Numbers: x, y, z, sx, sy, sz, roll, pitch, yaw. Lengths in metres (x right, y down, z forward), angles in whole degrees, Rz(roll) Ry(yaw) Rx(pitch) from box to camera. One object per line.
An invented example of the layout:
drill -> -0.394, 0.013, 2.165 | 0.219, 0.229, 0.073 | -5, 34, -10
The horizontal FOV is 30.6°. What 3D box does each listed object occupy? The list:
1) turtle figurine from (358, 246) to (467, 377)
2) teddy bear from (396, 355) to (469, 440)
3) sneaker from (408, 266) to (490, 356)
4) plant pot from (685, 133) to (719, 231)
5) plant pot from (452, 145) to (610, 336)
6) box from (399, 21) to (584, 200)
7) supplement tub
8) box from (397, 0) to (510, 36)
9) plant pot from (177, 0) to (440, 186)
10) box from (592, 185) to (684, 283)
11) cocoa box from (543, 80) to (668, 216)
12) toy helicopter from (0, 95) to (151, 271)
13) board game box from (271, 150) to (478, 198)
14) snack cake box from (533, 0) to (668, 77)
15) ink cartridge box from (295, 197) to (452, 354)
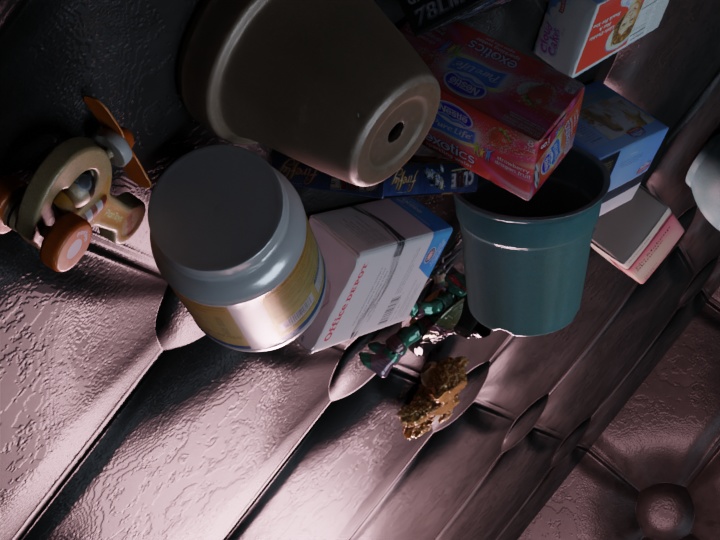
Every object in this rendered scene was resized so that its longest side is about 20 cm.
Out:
turtle figurine -> 0.084, 0.052, 1.782 | 0.200, 0.101, 0.150 | -51, 158, 16
teddy bear -> 0.114, 0.201, 2.111 | 0.145, 0.067, 0.200 | -36, 161, -10
sneaker -> 0.140, 0.073, 1.896 | 0.060, 0.104, 0.200 | -27, 148, -44
plant pot -> 0.711, -0.179, 2.525 | 0.200, 0.134, 0.200 | -40, 154, -24
plant pot -> 0.210, -0.036, 1.682 | 0.200, 0.200, 0.196 | -32, 135, -36
box -> 0.118, -0.174, 1.359 | 0.096, 0.200, 0.100 | -49, 159, -28
supplement tub -> -0.114, -0.019, 1.233 | 0.145, 0.145, 0.200 | -46, 160, -11
box -> 0.163, -0.304, 1.290 | 0.200, 0.050, 0.198 | -23, -173, 35
plant pot -> -0.028, -0.166, 1.147 | 0.200, 0.175, 0.200 | -41, 156, -23
box -> 0.468, -0.070, 2.278 | 0.128, 0.109, 0.200 | -53, 157, 6
cocoa box -> 0.303, -0.158, 1.811 | 0.200, 0.133, 0.131 | -25, 146, -46
toy helicopter -> -0.222, -0.066, 1.101 | 0.132, 0.079, 0.200 | -60, 168, -1
board game box -> 0.019, -0.102, 1.377 | 0.200, 0.135, 0.035 | -8, 106, -57
snack cake box -> 0.314, -0.335, 1.654 | 0.200, 0.067, 0.115 | -32, 153, -36
ink cartridge box -> 0.000, 0.000, 1.558 | 0.200, 0.084, 0.145 | -16, 140, -53
